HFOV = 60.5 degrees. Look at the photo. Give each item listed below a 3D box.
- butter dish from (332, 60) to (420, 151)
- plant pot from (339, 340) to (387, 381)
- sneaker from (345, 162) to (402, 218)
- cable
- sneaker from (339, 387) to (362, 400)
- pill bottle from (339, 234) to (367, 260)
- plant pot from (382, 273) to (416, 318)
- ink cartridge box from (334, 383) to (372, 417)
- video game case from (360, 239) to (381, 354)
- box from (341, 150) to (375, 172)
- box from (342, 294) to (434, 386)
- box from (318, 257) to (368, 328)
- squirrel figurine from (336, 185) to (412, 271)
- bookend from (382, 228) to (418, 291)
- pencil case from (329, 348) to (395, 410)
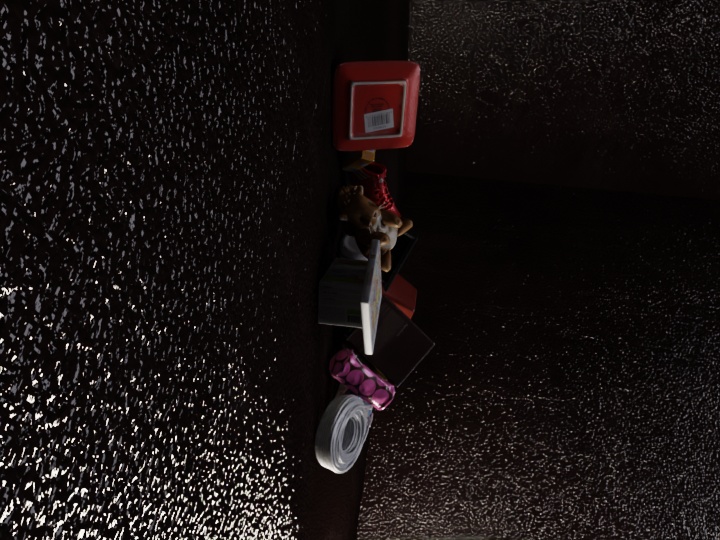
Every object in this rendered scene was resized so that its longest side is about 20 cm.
[{"bbox_3d":[0.020,-0.390,1.406,0.149,0.196,0.202,-115,-157,-53],"label":"butter dish"},{"bbox_3d":[0.017,0.278,1.842,0.027,0.200,0.200,-44,170,-1],"label":"plant pot"},{"bbox_3d":[0.049,-0.191,1.573,0.078,0.200,0.116,-45,179,-31],"label":"sneaker"},{"bbox_3d":[-0.049,0.429,1.638,0.200,0.068,0.203,51,53,-54],"label":"cable"},{"bbox_3d":[-0.050,0.401,1.766,0.202,0.071,0.073,-61,140,-28],"label":"sneaker"},{"bbox_3d":[0.000,0.000,1.704,0.117,0.113,0.202,-76,170,-49],"label":"pill bottle"},{"bbox_3d":[0.085,0.118,2.078,0.201,0.173,0.202,-73,-176,-60],"label":"plant pot"},{"bbox_3d":[-0.015,0.397,1.923,0.200,0.113,0.069,-61,157,-73],"label":"ink cartridge box"},{"bbox_3d":[0.028,0.063,1.435,0.202,0.022,0.184,85,12,-49],"label":"video game case"},{"bbox_3d":[0.004,-0.356,1.529,0.119,0.041,0.204,-10,-110,64],"label":"box"},{"bbox_3d":[0.077,0.194,1.777,0.165,0.200,0.166,-47,-176,-4],"label":"box"},{"bbox_3d":[-0.030,0.049,1.495,0.200,0.110,0.103,-61,155,-70],"label":"box"},{"bbox_3d":[0.003,-0.124,1.492,0.143,0.199,0.186,-56,143,-3],"label":"squirrel figurine"},{"bbox_3d":[0.051,-0.077,1.940,0.201,0.198,0.092,-59,180,15],"label":"bookend"},{"bbox_3d":[0.009,0.297,1.690,0.094,0.199,0.091,-43,-153,14],"label":"pencil case"}]
